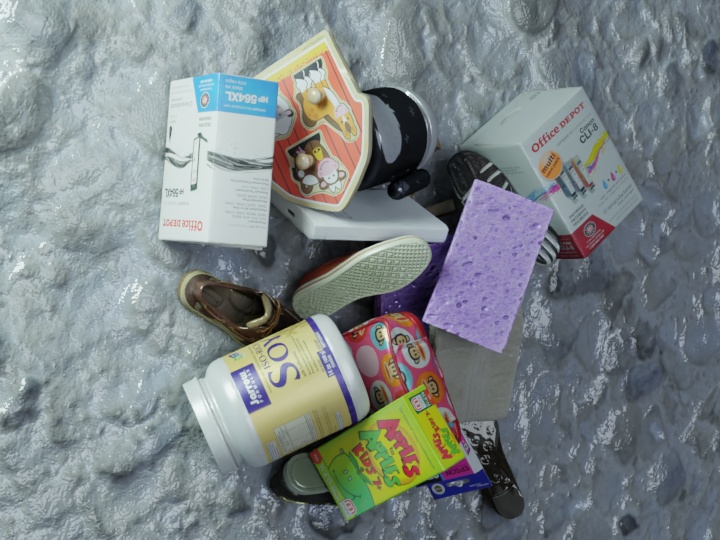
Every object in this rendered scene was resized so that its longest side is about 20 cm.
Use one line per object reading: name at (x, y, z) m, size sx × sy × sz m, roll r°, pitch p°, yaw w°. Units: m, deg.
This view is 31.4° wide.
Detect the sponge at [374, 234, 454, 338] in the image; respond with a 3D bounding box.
sponge at (0.074, 0.050, 1.724) m, size 0.111 × 0.030 × 0.200 m, roll -8°, pitch 117°, yaw -18°

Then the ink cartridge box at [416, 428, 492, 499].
ink cartridge box at (0.097, 0.238, 1.761) m, size 0.200 × 0.095 × 0.037 m, roll 60°, pitch 29°, yaw -21°

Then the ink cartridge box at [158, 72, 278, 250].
ink cartridge box at (-0.173, -0.129, 1.544) m, size 0.084 × 0.146 × 0.201 m, roll 5°, pitch 90°, yaw -33°

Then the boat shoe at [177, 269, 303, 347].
boat shoe at (-0.135, 0.059, 1.620) m, size 0.200 × 0.072 × 0.072 m, roll 32°, pitch 77°, yaw -30°

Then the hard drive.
hard drive at (-0.003, -0.074, 1.662) m, size 0.200 × 0.132 × 0.027 m, roll 0°, pitch 115°, yaw -31°

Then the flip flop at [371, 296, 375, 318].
flip flop at (0.106, 0.032, 1.776) m, size 0.200 × 0.058 × 0.081 m, roll -19°, pitch 103°, yaw -29°

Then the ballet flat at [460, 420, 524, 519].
ballet flat at (0.183, 0.267, 1.850) m, size 0.067 × 0.046 × 0.200 m, roll -26°, pitch 101°, yaw -5°

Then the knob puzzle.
knob puzzle at (-0.067, -0.164, 1.564) m, size 0.030 × 0.219 × 0.220 m, roll -20°, pitch 104°, yaw -56°

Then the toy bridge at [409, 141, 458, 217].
toy bridge at (0.101, -0.079, 1.758) m, size 0.027 × 0.067 × 0.200 m, roll 4°, pitch 70°, yaw -73°

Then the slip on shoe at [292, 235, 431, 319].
slip on shoe at (0.000, 0.000, 1.645) m, size 0.074 × 0.200 × 0.061 m, roll 50°, pitch 28°, yaw -30°

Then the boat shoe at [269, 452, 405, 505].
boat shoe at (-0.026, 0.278, 1.710) m, size 0.201 × 0.061 × 0.072 m, roll 9°, pitch 60°, yaw -33°

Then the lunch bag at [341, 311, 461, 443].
lunch bag at (0.029, 0.167, 1.669) m, size 0.082 × 0.176 × 0.200 m, roll -13°, pitch 80°, yaw -44°

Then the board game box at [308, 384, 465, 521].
board game box at (0.030, 0.230, 1.597) m, size 0.048 × 0.200 × 0.102 m, roll -22°, pitch 80°, yaw -46°

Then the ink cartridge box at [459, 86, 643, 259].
ink cartridge box at (0.270, -0.139, 1.817) m, size 0.145 × 0.145 × 0.200 m, roll -43°, pitch 112°, yaw -23°

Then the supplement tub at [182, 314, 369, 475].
supplement tub at (-0.104, 0.155, 1.582) m, size 0.200 × 0.145 × 0.146 m, roll -24°, pitch 106°, yaw -9°

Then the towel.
towel at (0.151, 0.127, 1.754) m, size 0.132 × 0.034 × 0.200 m, roll -4°, pitch 122°, yaw -17°

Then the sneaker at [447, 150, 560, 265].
sneaker at (0.181, -0.073, 1.798) m, size 0.076 × 0.116 × 0.200 m, roll -43°, pitch 92°, yaw -21°

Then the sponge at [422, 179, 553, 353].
sponge at (0.166, -0.006, 1.662) m, size 0.111 × 0.030 × 0.200 m, roll 21°, pitch 86°, yaw 0°

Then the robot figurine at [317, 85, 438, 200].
robot figurine at (0.013, -0.170, 1.654) m, size 0.200 × 0.125 × 0.151 m, roll -23°, pitch 110°, yaw -49°
